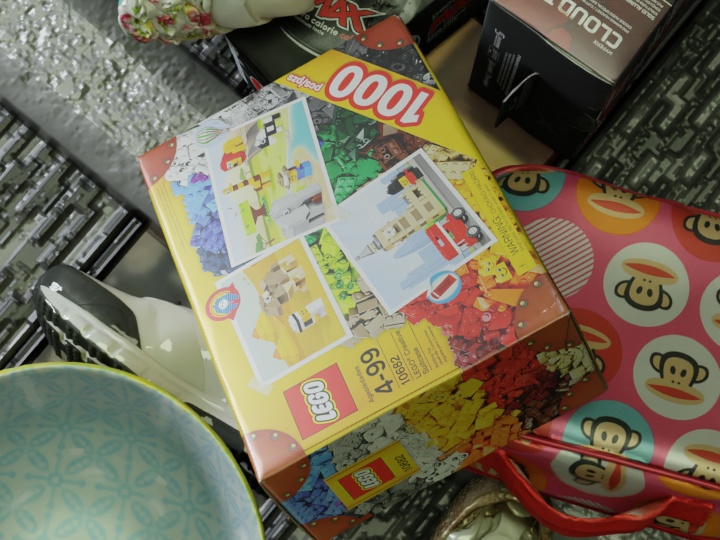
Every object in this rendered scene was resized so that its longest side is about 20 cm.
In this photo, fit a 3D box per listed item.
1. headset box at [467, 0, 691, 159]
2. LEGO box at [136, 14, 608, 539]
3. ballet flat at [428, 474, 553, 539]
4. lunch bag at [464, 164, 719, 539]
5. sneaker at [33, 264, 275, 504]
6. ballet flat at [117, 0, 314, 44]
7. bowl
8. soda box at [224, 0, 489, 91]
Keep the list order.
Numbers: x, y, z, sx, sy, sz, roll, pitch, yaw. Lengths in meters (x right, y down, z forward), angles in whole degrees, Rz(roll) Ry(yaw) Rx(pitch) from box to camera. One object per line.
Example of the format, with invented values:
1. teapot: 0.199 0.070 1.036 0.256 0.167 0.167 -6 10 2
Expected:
1. headset box: 0.132 -0.153 0.793 0.075 0.149 0.200 36 83 5
2. LEGO box: 0.000 0.000 0.728 0.149 0.077 0.200 -29 52 3
3. ballet flat: 0.033 0.186 0.782 0.070 0.065 0.200 28 83 1
4. lunch bag: 0.128 0.050 0.773 0.200 0.082 0.176 17 62 6
5. sneaker: -0.075 0.050 0.808 0.200 0.074 0.080 32 68 0
6. ballet flat: -0.026 -0.165 0.764 0.200 0.076 0.064 -38 67 -1
7. bowl: -0.139 0.149 0.765 0.200 0.108 0.200 0 81 0
8. soda box: 0.026 -0.156 0.831 0.200 0.071 0.063 -41 78 -6
